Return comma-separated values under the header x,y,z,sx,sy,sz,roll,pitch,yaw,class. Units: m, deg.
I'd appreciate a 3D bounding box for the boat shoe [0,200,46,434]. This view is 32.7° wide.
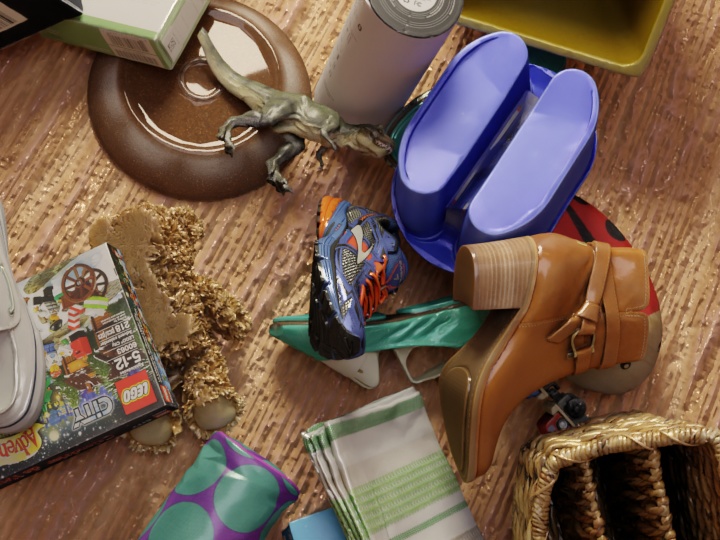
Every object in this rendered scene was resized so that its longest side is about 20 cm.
x,y,z,sx,sy,sz,roll,pitch,yaw,class
-0.290,0.023,0.911,0.073,0.067,0.201,-21,76,5,boat shoe

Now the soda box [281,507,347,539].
x,y,z,sx,sy,sz,roll,pitch,yaw,class
0.004,0.282,0.943,0.067,0.064,0.201,-17,76,-14,soda box

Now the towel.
x,y,z,sx,sy,sz,roll,pitch,yaw,class
0.045,0.194,0.951,0.149,0.031,0.201,-14,74,-53,towel

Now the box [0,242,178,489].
x,y,z,sx,sy,sz,roll,pitch,yaw,class
-0.256,0.082,0.948,0.199,0.038,0.137,-24,76,4,box

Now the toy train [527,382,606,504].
x,y,z,sx,sy,sz,roll,pitch,yaw,class
0.170,0.128,1.013,0.046,0.034,0.200,-41,98,-2,toy train

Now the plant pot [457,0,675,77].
x,y,z,sx,sy,sz,roll,pitch,yaw,class
0.183,-0.316,1.084,0.193,0.197,0.200,16,28,-3,plant pot

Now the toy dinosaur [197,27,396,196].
x,y,z,sx,sy,sz,roll,pitch,yaw,class
-0.071,-0.122,1.036,0.199,0.048,0.088,29,70,6,toy dinosaur

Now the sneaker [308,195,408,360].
x,y,z,sx,sy,sz,roll,pitch,yaw,class
0.000,0.000,0.978,0.078,0.076,0.201,4,34,-1,sneaker

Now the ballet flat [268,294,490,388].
x,y,z,sx,sy,sz,roll,pitch,yaw,class
0.025,0.061,1.019,0.198,0.067,0.071,-7,90,-9,ballet flat

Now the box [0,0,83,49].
x,y,z,sx,sy,sz,roll,pitch,yaw,class
-0.334,-0.292,1.024,0.147,0.104,0.201,-18,74,16,box

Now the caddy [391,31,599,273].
x,y,z,sx,sy,sz,roll,pitch,yaw,class
0.110,-0.093,1.005,0.141,0.105,0.201,31,76,13,caddy

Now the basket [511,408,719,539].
x,y,z,sx,sy,sz,roll,pitch,yaw,class
0.201,0.217,0.924,0.142,0.149,0.202,-12,93,-13,basket

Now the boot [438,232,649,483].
x,y,z,sx,sy,sz,roll,pitch,yaw,class
0.146,0.071,0.955,0.153,0.074,0.202,0,110,-17,boot

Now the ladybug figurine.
x,y,z,sx,sy,sz,roll,pitch,yaw,class
0.187,0.008,1.044,0.135,0.072,0.201,-27,77,-31,ladybug figurine

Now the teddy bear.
x,y,z,sx,sy,sz,roll,pitch,yaw,class
-0.160,0.048,0.997,0.144,0.067,0.201,-32,80,1,teddy bear

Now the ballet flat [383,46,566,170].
x,y,z,sx,sy,sz,roll,pitch,yaw,class
0.096,-0.143,1.093,0.199,0.074,0.074,-31,79,-16,ballet flat

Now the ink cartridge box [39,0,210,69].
x,y,z,sx,sy,sz,roll,pitch,yaw,class
-0.186,-0.282,1.074,0.145,0.048,0.201,17,69,23,ink cartridge box

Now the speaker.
x,y,z,sx,sy,sz,roll,pitch,yaw,class
0.018,-0.181,1.021,0.081,0.200,0.082,5,70,-13,speaker

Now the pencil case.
x,y,z,sx,sy,sz,roll,pitch,yaw,class
-0.129,0.225,0.929,0.085,0.093,0.201,21,69,36,pencil case

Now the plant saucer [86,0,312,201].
x,y,z,sx,sy,sz,roll,pitch,yaw,class
-0.139,-0.161,1.077,0.199,0.037,0.202,3,72,-9,plant saucer
